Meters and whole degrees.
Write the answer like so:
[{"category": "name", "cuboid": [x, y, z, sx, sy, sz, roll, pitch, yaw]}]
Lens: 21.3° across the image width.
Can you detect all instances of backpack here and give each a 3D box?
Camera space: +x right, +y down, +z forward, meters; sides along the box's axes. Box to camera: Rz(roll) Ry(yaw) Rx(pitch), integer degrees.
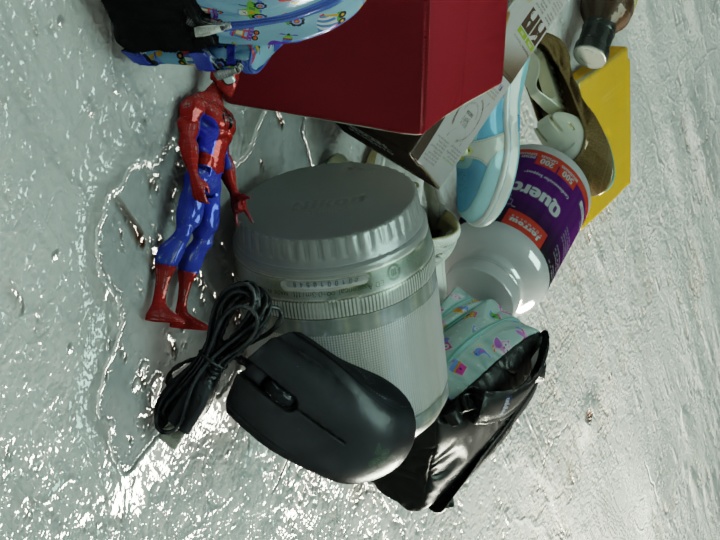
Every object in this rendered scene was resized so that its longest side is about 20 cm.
[{"category": "backpack", "cuboid": [0.089, 0.108, 1.777, 0.200, 0.126, 0.167, -42, 159, -38]}, {"category": "backpack", "cuboid": [-0.066, -0.222, 1.300, 0.135, 0.199, 0.183, 70, 35, -43]}]

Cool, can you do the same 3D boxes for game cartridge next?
[{"category": "game cartridge", "cuboid": [0.278, -0.160, 2.256, 0.200, 0.032, 0.178, -38, 129, -60]}]

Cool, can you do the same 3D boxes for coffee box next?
[{"category": "coffee box", "cuboid": [0.069, -0.188, 1.616, 0.201, 0.114, 0.080, -56, 152, -5]}]

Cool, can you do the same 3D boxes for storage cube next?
[{"category": "storage cube", "cuboid": [0.009, -0.221, 1.471, 0.171, 0.199, 0.181, -37, 134, -58]}]

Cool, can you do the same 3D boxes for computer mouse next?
[{"category": "computer mouse", "cuboid": [-0.043, 0.107, 1.420, 0.139, 0.199, 0.053, -57, -157, 15]}]

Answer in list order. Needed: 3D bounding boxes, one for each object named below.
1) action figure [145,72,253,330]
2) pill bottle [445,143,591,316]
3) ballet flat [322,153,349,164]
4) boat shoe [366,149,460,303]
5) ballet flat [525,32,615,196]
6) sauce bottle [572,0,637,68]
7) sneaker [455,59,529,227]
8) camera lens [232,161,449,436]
[{"category": "action figure", "cuboid": [-0.115, -0.058, 1.415, 0.065, 0.051, 0.202, 18, 77, -59]}, {"category": "pill bottle", "cuboid": [0.152, -0.031, 1.913, 0.200, 0.112, 0.113, -57, 144, -45]}, {"category": "ballet flat", "cuboid": [0.000, 0.000, 1.650, 0.069, 0.069, 0.202, -22, 115, -62]}, {"category": "boat shoe", "cuboid": [0.058, -0.032, 1.762, 0.201, 0.069, 0.071, 71, 34, -43]}, {"category": "ballet flat", "cuboid": [0.204, -0.169, 1.990, 0.072, 0.068, 0.201, 16, 51, -47]}, {"category": "sauce bottle", "cuboid": [0.289, -0.320, 2.202, 0.201, 0.064, 0.065, -67, 150, -29]}, {"category": "sneaker", "cuboid": [0.078, -0.144, 1.729, 0.130, 0.079, 0.202, 6, 90, -26]}, {"category": "camera lens", "cuboid": [-0.015, 0.035, 1.512, 0.160, 0.159, 0.201, -47, 137, -52]}]
